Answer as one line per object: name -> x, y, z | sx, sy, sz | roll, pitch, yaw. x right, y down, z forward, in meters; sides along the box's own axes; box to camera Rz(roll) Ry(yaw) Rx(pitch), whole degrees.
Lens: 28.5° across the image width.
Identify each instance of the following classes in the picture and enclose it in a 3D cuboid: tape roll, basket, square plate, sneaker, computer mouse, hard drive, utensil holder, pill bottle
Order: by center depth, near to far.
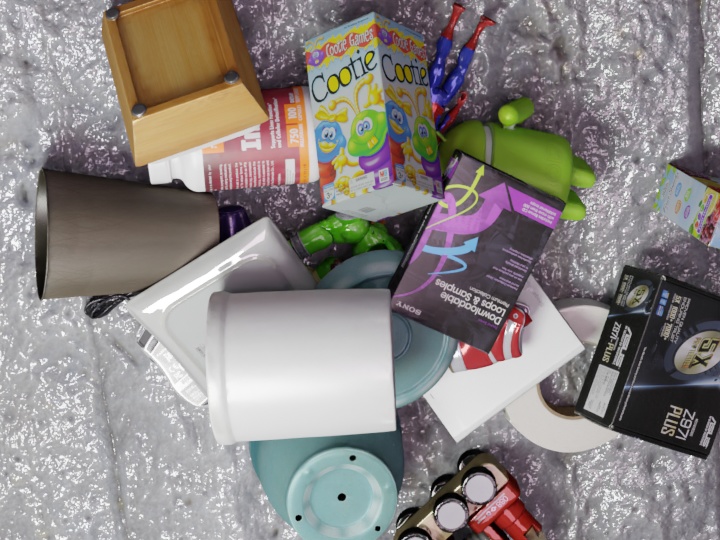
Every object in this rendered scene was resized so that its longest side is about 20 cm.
utensil holder -> -0.062, 0.104, 1.568 | 0.198, 0.170, 0.171 | -2, 107, 2
basket -> -0.271, -0.038, 1.649 | 0.198, 0.181, 0.137 | 2, 124, -17
pill bottle -> -0.148, -0.151, 1.649 | 0.198, 0.113, 0.114 | -6, 107, -6
square plate -> -0.140, 0.056, 1.663 | 0.197, 0.029, 0.200 | -32, 129, 6
sneaker -> 0.148, 0.019, 1.736 | 0.112, 0.071, 0.202 | -9, 95, 14
computer mouse -> -0.237, 0.086, 1.746 | 0.109, 0.044, 0.200 | -39, 102, 0
hard drive -> 0.163, 0.103, 1.781 | 0.200, 0.026, 0.132 | -37, 83, 8
tape roll -> 0.274, 0.136, 1.831 | 0.201, 0.037, 0.204 | -2, 106, -8

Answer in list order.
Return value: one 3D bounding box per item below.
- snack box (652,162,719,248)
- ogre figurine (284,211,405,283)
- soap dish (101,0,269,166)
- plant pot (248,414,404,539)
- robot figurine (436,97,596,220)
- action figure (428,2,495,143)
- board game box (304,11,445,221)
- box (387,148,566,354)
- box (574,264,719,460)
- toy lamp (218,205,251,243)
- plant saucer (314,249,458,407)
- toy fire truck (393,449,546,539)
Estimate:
snack box -> 0.468, -0.060, 1.714 | 0.167, 0.200, 0.068 | 16, 104, -11
ogre figurine -> 0.000, 0.000, 1.724 | 0.200, 0.098, 0.120 | 44, 107, -7
soap dish -> -0.202, -0.227, 1.581 | 0.156, 0.201, 0.081 | -19, 149, -1
plant pot -> -0.034, 0.245, 1.742 | 0.198, 0.188, 0.202 | -2, 107, -7
robot figurine -> 0.177, -0.115, 1.703 | 0.198, 0.116, 0.177 | 9, 113, -10
action figure -> 0.095, -0.216, 1.700 | 0.065, 0.052, 0.201 | 20, 105, -17
board game box -> 0.016, -0.171, 1.608 | 0.103, 0.105, 0.202 | -17, 73, 34
box -> 0.130, -0.019, 1.640 | 0.142, 0.036, 0.201 | 23, 101, -16
box -> 0.383, 0.115, 1.778 | 0.163, 0.086, 0.201 | 19, 91, -26
toy lamp -> -0.145, 0.021, 1.730 | 0.058, 0.058, 0.202 | -10, 107, -5
plant saucer -> 0.027, 0.076, 1.678 | 0.199, 0.027, 0.202 | -4, 106, -13
toy fire truck -> 0.162, 0.356, 1.849 | 0.176, 0.129, 0.200 | -44, 97, 6
